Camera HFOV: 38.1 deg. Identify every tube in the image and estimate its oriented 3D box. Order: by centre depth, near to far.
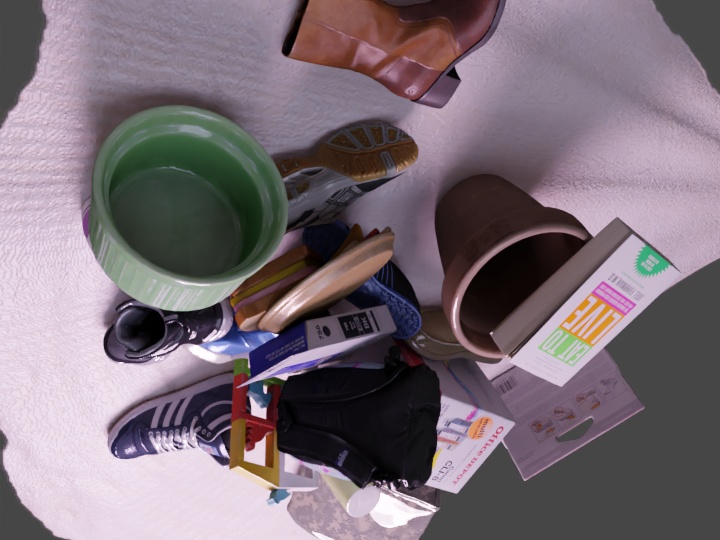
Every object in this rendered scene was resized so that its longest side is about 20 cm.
[{"bbox_3d":[-0.043,0.244,1.386,0.051,0.200,0.059,-14,123,-26],"label":"tube"}]

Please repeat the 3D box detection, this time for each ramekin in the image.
[{"bbox_3d":[-0.182,-0.057,1.064,0.198,0.202,0.098,2,154,-25],"label":"ramekin"}]

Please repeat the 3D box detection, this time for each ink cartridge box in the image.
[{"bbox_3d":[-0.053,0.085,1.200,0.099,0.040,0.199,-30,169,33],"label":"ink cartridge box"},{"bbox_3d":[0.080,0.188,1.425,0.199,0.145,0.146,23,113,-38],"label":"ink cartridge box"},{"bbox_3d":[0.288,0.195,1.506,0.199,0.177,0.045,-32,135,5],"label":"ink cartridge box"}]

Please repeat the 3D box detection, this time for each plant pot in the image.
[{"bbox_3d":[0.169,-0.024,1.265,0.198,0.175,0.202,-13,133,-14],"label":"plant pot"}]

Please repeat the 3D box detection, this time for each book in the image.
[{"bbox_3d":[0.266,0.041,1.218,0.133,0.048,0.200,28,112,-42],"label":"book"}]

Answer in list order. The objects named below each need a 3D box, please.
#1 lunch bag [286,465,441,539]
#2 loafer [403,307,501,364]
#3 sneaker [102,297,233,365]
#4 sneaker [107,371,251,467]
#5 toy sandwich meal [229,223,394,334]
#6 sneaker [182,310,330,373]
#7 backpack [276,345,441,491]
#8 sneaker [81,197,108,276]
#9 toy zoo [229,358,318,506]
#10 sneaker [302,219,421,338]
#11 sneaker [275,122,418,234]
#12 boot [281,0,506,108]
[{"bbox_3d":[0.003,0.321,1.521,0.198,0.118,0.165,24,125,-3],"label":"lunch bag"},{"bbox_3d":[0.131,0.078,1.411,0.199,0.076,0.068,8,124,-42],"label":"loafer"},{"bbox_3d":[-0.246,0.066,1.168,0.199,0.076,0.113,-18,173,34],"label":"sneaker"},{"bbox_3d":[-0.228,0.213,1.335,0.198,0.109,0.070,-25,134,-2],"label":"sneaker"},{"bbox_3d":[-0.053,0.001,1.165,0.204,0.071,0.205,-35,172,-6],"label":"toy sandwich meal"},{"bbox_3d":[-0.125,0.058,1.271,0.198,0.077,0.112,16,121,-34],"label":"sneaker"},{"bbox_3d":[-0.005,0.188,1.264,0.198,0.169,0.126,-2,156,32],"label":"backpack"},{"bbox_3d":[-0.214,-0.003,1.154,0.199,0.115,0.073,19,118,-37],"label":"sneaker"},{"bbox_3d":[-0.107,0.198,1.322,0.131,0.202,0.020,24,142,-37],"label":"toy zoo"},{"bbox_3d":[0.000,0.000,1.291,0.070,0.078,0.200,-37,112,13],"label":"sneaker"},{"bbox_3d":[-0.028,-0.102,1.195,0.198,0.076,0.088,-20,150,-5],"label":"sneaker"},{"bbox_3d":[0.038,-0.278,1.085,0.198,0.069,0.189,16,128,-25],"label":"boot"}]
